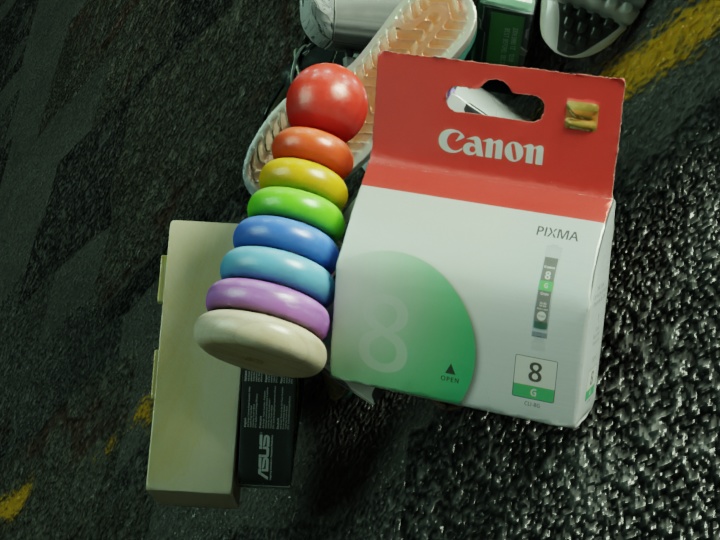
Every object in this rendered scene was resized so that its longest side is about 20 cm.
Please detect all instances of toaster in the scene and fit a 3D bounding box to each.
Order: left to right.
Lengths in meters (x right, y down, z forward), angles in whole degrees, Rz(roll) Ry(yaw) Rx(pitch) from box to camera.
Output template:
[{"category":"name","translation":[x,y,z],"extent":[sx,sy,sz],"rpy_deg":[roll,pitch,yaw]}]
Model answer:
[{"category":"toaster","translation":[0.018,-0.257,1.104],"extent":[0.114,0.128,0.202],"rpy_deg":[-155,64,-80]}]

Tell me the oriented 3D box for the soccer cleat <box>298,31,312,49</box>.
[{"category":"soccer cleat","translation":[-0.001,-0.250,1.323],"extent":[0.201,0.068,0.073],"rpy_deg":[-65,-3,31]}]

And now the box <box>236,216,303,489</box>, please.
[{"category":"box","translation":[-0.061,0.034,1.073],"extent":[0.193,0.047,0.202],"rpy_deg":[-80,-6,-73]}]

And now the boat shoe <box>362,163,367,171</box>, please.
[{"category":"boat shoe","translation":[0.034,-0.157,1.188],"extent":[0.065,0.073,0.202],"rpy_deg":[136,153,-62]}]

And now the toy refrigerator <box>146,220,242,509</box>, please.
[{"category":"toy refrigerator","translation":[-0.119,0.071,1.063],"extent":[0.076,0.069,0.202],"rpy_deg":[93,180,-73]}]

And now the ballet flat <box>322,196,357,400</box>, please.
[{"category":"ballet flat","translation":[0.000,0.000,1.110],"extent":[0.201,0.070,0.071],"rpy_deg":[-65,27,3]}]

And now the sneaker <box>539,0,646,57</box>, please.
[{"category":"sneaker","translation":[0.170,-0.237,1.003],"extent":[0.202,0.075,0.081],"rpy_deg":[-70,13,-14]}]

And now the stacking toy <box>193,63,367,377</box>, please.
[{"category":"stacking toy","translation":[-0.042,-0.039,0.901],"extent":[0.085,0.085,0.202],"rpy_deg":[-14,59,57]}]

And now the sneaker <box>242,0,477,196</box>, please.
[{"category":"sneaker","translation":[0.006,-0.111,0.988],"extent":[0.200,0.071,0.080],"rpy_deg":[-41,-15,1]}]

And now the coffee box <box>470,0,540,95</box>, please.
[{"category":"coffee box","translation":[0.122,-0.248,1.054],"extent":[0.123,0.044,0.202],"rpy_deg":[89,-167,-68]}]

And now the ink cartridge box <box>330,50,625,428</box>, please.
[{"category":"ink cartridge box","translation":[0.067,-0.020,0.845],"extent":[0.050,0.159,0.202],"rpy_deg":[-32,-51,-62]}]

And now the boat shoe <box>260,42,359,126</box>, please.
[{"category":"boat shoe","translation":[-0.044,-0.165,1.271],"extent":[0.200,0.060,0.076],"rpy_deg":[124,162,-59]}]

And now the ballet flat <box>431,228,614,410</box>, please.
[{"category":"ballet flat","translation":[0.100,0.032,0.911],"extent":[0.200,0.067,0.068],"rpy_deg":[129,147,-48]}]

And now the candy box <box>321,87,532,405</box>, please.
[{"category":"candy box","translation":[0.040,-0.027,0.981],"extent":[0.201,0.071,0.168],"rpy_deg":[-58,2,12]}]
